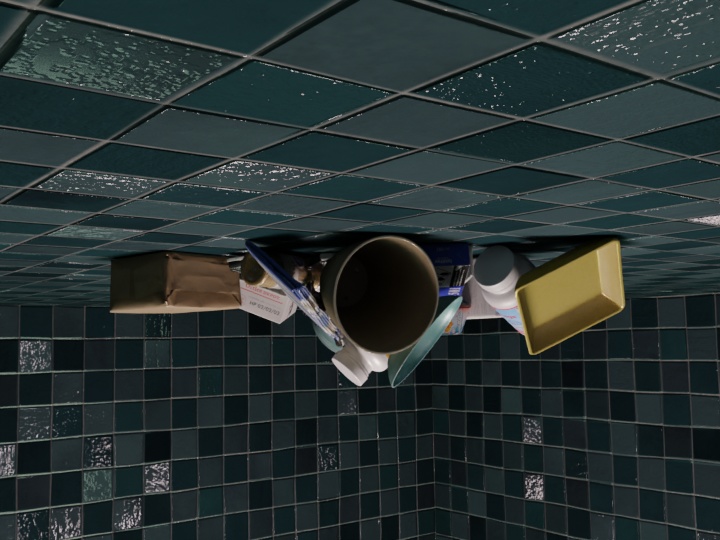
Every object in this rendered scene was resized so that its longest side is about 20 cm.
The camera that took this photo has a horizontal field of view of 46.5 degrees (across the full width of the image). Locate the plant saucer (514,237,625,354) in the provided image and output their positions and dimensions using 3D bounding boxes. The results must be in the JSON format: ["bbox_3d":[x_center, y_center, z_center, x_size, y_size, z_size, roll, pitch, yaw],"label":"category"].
[{"bbox_3d":[0.363,0.037,1.476,0.198,0.049,0.201,-26,136,-1],"label":"plant saucer"}]

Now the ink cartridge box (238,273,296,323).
[{"bbox_3d":[-0.196,0.052,1.738,0.113,0.069,0.200,20,-173,5],"label":"ink cartridge box"}]

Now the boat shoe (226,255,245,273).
[{"bbox_3d":[-0.177,0.005,1.628,0.075,0.062,0.198,-4,174,42],"label":"boat shoe"}]

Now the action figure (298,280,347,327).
[{"bbox_3d":[-0.024,0.062,1.612,0.198,0.104,0.118,-8,-160,-40],"label":"action figure"}]

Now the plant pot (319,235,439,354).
[{"bbox_3d":[0.007,0.030,1.415,0.184,0.191,0.199,1,-175,-22],"label":"plant pot"}]

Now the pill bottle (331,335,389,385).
[{"bbox_3d":[0.038,0.111,1.535,0.104,0.200,0.105,39,164,13],"label":"pill bottle"}]

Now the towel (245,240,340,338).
[{"bbox_3d":[-0.112,0.033,1.420,0.146,0.024,0.200,40,171,32],"label":"towel"}]

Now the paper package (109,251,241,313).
[{"bbox_3d":[-0.358,0.028,1.619,0.198,0.106,0.189,-7,172,41],"label":"paper package"}]

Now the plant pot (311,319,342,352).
[{"bbox_3d":[-0.005,0.080,1.920,0.197,0.203,0.135,0,149,-15],"label":"plant pot"}]

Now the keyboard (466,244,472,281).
[{"bbox_3d":[0.199,-0.009,1.574,0.010,0.057,0.200,-5,175,2],"label":"keyboard"}]

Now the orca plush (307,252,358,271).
[{"bbox_3d":[0.000,0.000,1.550,0.196,0.072,0.105,-1,175,5],"label":"orca plush"}]

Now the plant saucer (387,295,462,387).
[{"bbox_3d":[0.105,0.115,1.470,0.036,0.201,0.200,37,-176,13],"label":"plant saucer"}]

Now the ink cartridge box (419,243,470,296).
[{"bbox_3d":[0.146,0.008,1.546,0.092,0.045,0.200,-2,160,1],"label":"ink cartridge box"}]

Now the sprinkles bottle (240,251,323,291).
[{"bbox_3d":[-0.137,0.003,1.568,0.067,0.070,0.199,-4,174,32],"label":"sprinkles bottle"}]

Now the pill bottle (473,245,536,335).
[{"bbox_3d":[0.291,0.037,1.554,0.107,0.110,0.200,-5,150,38],"label":"pill bottle"}]

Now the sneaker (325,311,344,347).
[{"bbox_3d":[-0.004,0.103,1.692,0.196,0.117,0.081,9,158,10],"label":"sneaker"}]

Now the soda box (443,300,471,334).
[{"bbox_3d":[0.133,0.055,1.717,0.063,0.069,0.199,4,-156,-42],"label":"soda box"}]

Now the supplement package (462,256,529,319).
[{"bbox_3d":[0.241,0.038,1.734,0.118,0.124,0.198,0,176,-39],"label":"supplement package"}]
